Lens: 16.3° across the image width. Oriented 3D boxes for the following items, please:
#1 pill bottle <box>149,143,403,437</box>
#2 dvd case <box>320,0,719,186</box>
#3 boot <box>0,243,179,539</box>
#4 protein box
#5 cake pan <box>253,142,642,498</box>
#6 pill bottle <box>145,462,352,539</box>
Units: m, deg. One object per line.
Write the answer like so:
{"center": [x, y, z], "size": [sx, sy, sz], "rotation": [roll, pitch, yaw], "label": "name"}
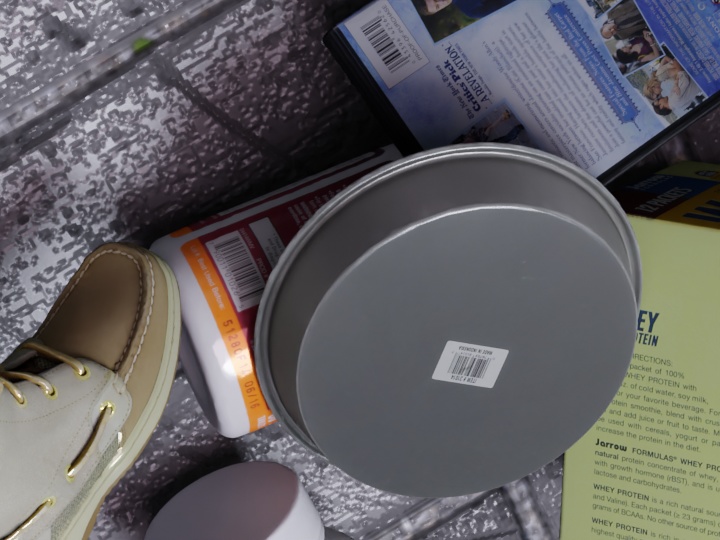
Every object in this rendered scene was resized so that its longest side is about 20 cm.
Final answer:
{"center": [0.000, 0.000, 1.288], "size": [0.199, 0.110, 0.110], "rotation": [-22, 117, -10], "label": "pill bottle"}
{"center": [0.098, -0.111, 1.268], "size": [0.200, 0.018, 0.143], "rotation": [-35, 89, -20], "label": "dvd case"}
{"center": [-0.168, 0.053, 1.151], "size": [0.155, 0.072, 0.201], "rotation": [45, 64, -51], "label": "boot"}
{"center": [0.223, 0.063, 1.309], "size": [0.135, 0.198, 0.201], "rotation": [-24, 120, -56], "label": "protein box"}
{"center": [0.048, 0.033, 1.223], "size": [0.199, 0.037, 0.201], "rotation": [-8, 125, -12], "label": "cake pan"}
{"center": [-0.034, 0.207, 1.346], "size": [0.119, 0.120, 0.201], "rotation": [-29, 118, -7], "label": "pill bottle"}
